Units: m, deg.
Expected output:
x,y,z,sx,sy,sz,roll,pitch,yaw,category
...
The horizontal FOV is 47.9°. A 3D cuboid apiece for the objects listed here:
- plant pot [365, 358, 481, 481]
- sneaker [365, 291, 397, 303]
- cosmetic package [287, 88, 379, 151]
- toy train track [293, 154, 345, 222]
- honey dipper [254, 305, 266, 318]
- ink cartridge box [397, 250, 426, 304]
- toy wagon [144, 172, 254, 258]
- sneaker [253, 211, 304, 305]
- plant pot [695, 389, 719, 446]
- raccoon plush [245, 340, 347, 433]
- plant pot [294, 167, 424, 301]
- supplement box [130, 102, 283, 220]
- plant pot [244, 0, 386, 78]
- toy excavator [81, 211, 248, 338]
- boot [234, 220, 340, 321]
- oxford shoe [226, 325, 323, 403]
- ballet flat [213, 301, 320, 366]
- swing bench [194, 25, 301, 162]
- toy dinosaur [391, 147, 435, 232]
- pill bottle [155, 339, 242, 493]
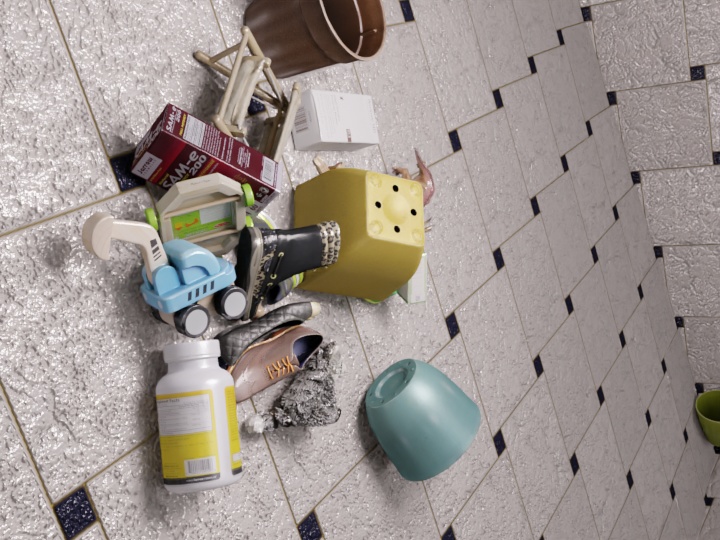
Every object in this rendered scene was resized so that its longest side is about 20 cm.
x,y,z,sx,sy,sz,roll,pitch,yaw,category
0.103,0.267,1.543,0.161,0.199,0.201,50,44,-17,plant pot
0.000,0.000,1.548,0.199,0.083,0.075,28,59,-43,sneaker
-0.050,-0.287,1.566,0.199,0.073,0.103,-13,93,-54,cosmetic package
-0.066,-0.147,1.539,0.116,0.032,0.201,60,41,-25,toy train track
-0.116,0.111,1.401,0.200,0.038,0.038,40,51,-40,honey dipper
0.084,-0.053,1.591,0.047,0.146,0.203,-7,112,-17,ink cartridge box
-0.235,-0.057,1.203,0.153,0.201,0.040,-16,56,-18,toy wagon
-0.167,-0.028,1.338,0.201,0.073,0.081,54,46,-28,sneaker
1.533,0.650,3.471,0.188,0.184,0.202,-57,141,-44,plant pot
-0.097,0.187,1.337,0.199,0.096,0.137,-5,96,-54,raccoon plush
0.011,-0.075,1.415,0.192,0.199,0.199,9,71,-29,plant pot
-0.225,-0.151,1.203,0.198,0.109,0.062,26,46,-28,supplement box
-0.089,-0.443,1.443,0.199,0.196,0.204,20,65,-51,plant pot
-0.271,-0.008,1.124,0.193,0.099,0.203,-26,118,-33,toy excavator
-0.118,0.001,1.264,0.151,0.205,0.074,-10,55,-22,boot
-0.142,0.148,1.308,0.200,0.072,0.072,-40,117,-36,oxford shoe
-0.146,0.099,1.307,0.198,0.067,0.057,-23,75,-32,ballet flat
-0.186,-0.239,1.314,0.200,0.128,0.202,40,49,-41,swing bench
0.117,-0.150,1.701,0.085,0.202,0.136,3,37,-29,toy dinosaur
-0.231,0.204,1.151,0.111,0.111,0.204,2,80,-54,pill bottle
